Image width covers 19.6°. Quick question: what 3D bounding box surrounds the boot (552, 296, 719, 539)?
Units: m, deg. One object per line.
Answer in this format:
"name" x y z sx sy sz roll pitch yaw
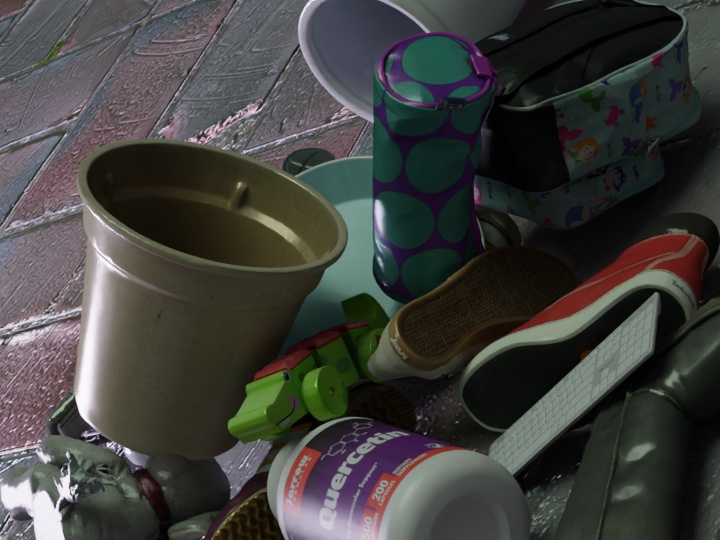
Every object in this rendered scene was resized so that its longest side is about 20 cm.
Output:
"boot" 0.193 0.117 1.298 0.182 0.073 0.200 -36 16 39

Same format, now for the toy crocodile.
"toy crocodile" -0.031 0.072 1.492 0.067 0.062 0.200 -21 7 37

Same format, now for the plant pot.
"plant pot" -0.130 0.029 1.531 0.201 0.200 0.184 -104 28 -61

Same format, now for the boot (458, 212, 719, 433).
"boot" 0.166 0.034 1.484 0.200 0.072 0.144 -31 13 31

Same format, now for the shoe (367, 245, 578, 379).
"shoe" 0.082 0.033 1.523 0.200 0.070 0.053 -21 -22 -42

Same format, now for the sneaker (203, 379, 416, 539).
"sneaker" -0.047 0.160 1.553 0.200 0.075 0.090 -40 17 -16

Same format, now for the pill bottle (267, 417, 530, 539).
"pill bottle" 0.017 0.162 1.408 0.112 0.112 0.200 -49 28 -18

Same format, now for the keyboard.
"keyboard" 0.139 0.089 1.398 0.200 0.011 0.056 -48 13 41

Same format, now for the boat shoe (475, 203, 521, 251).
"boat shoe" 0.034 -0.010 1.699 0.200 0.075 0.068 -8 37 43

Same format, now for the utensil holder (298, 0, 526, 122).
"utensil holder" 0.062 -0.258 1.951 0.170 0.170 0.200 -9 39 46

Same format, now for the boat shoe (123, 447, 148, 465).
"boat shoe" -0.145 0.077 1.805 0.200 0.066 0.070 -47 27 -16

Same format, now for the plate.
"plate" 0.000 0.000 1.626 0.200 0.026 0.201 -4 59 7

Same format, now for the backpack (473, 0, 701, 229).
"backpack" 0.163 -0.130 1.612 0.200 0.151 0.177 -34 31 -25

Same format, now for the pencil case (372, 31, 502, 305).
"pencil case" 0.054 -0.070 1.525 0.092 0.200 0.085 1 41 0

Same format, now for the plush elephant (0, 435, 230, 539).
"plush elephant" -0.171 0.183 1.599 0.165 0.155 0.200 67 149 24

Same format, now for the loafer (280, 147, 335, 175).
"loafer" -0.046 -0.030 1.873 0.072 0.063 0.200 0 40 6

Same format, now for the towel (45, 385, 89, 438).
"towel" -0.204 0.080 1.841 0.193 0.035 0.200 -49 0 -13

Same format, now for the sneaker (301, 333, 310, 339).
"sneaker" -0.072 0.076 1.698 0.075 0.081 0.200 -52 27 -20
